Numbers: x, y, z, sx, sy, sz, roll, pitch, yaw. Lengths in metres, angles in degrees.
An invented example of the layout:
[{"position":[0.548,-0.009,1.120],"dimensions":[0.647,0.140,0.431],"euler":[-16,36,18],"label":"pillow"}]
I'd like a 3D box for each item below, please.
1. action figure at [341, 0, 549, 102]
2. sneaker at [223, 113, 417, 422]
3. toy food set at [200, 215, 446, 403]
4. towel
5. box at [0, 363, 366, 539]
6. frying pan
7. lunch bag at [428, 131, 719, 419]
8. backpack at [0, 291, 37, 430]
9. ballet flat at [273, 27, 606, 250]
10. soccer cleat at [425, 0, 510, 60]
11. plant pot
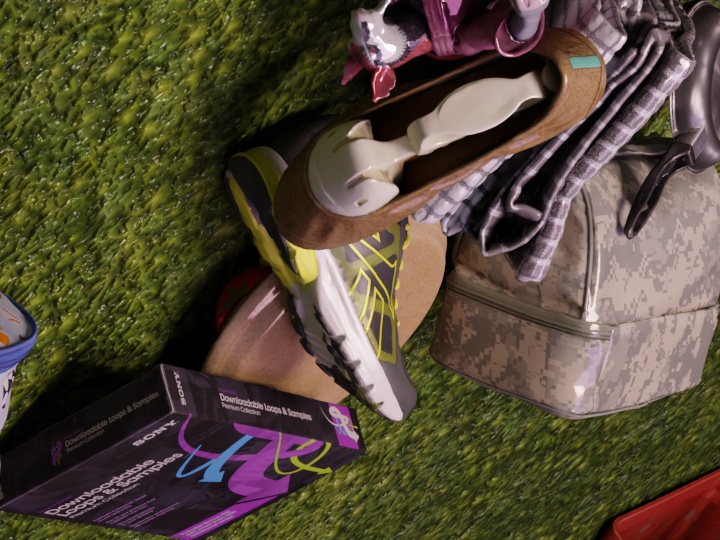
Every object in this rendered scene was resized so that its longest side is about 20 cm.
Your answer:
[{"position":[0.055,-0.172,1.185],"dimensions":[0.200,0.134,0.149],"euler":[-50,170,9],"label":"action figure"},{"position":[0.000,0.000,1.328],"dimensions":[0.085,0.074,0.200],"euler":[-36,124,-15],"label":"sneaker"},{"position":[-0.025,0.026,1.451],"dimensions":[0.198,0.049,0.200],"euler":[-36,155,-14],"label":"toy food set"},{"position":[0.114,-0.093,1.322],"dimensions":[0.166,0.086,0.200],"euler":[-47,-171,17],"label":"towel"},{"position":[-0.108,0.114,1.405],"dimensions":[0.143,0.036,0.200],"euler":[-30,153,26],"label":"box"},{"position":[0.214,-0.106,1.515],"dimensions":[0.190,0.031,0.115],"euler":[-41,130,-53],"label":"frying pan"},{"position":[0.155,-0.006,1.558],"dimensions":[0.200,0.139,0.168],"euler":[-6,113,-52],"label":"lunch bag"},{"position":[-0.239,0.029,0.997],"dimensions":[0.190,0.200,0.154],"euler":[4,116,-62],"label":"backpack"},{"position":[0.032,-0.068,1.202],"dimensions":[0.200,0.068,0.072],"euler":[-23,176,18],"label":"ballet flat"},{"position":[0.101,-0.191,1.279],"dimensions":[0.200,0.068,0.073],"euler":[-44,-176,-11],"label":"soccer cleat"},{"position":[0.320,0.346,2.344],"dimensions":[0.200,0.200,0.176],"euler":[-18,158,-42],"label":"plant pot"}]
